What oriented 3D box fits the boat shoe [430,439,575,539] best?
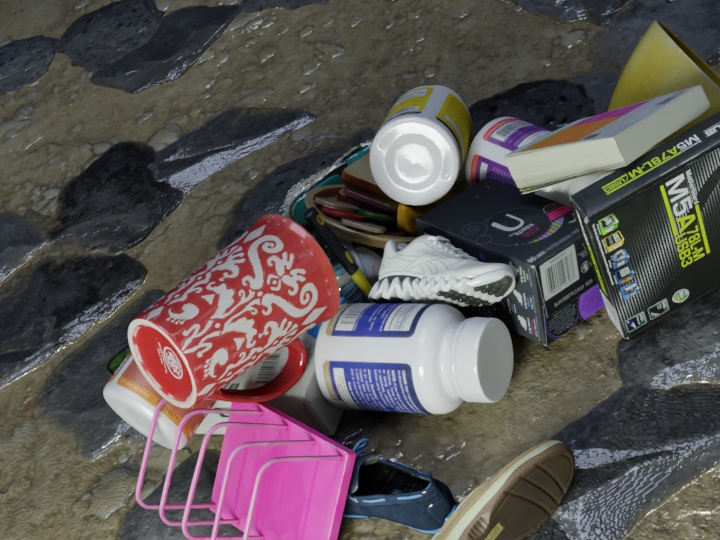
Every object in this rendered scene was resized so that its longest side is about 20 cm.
[{"bbox_3d":[0.126,0.237,1.440,0.200,0.072,0.076,-41,27,-15],"label":"boat shoe"}]

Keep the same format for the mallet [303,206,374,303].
[{"bbox_3d":[0.000,0.000,1.691,0.041,0.201,0.066,-16,25,37],"label":"mallet"}]

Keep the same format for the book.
[{"bbox_3d":[0.263,-0.145,1.567,0.133,0.048,0.200,-32,10,-25],"label":"book"}]

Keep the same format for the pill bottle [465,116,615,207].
[{"bbox_3d":[0.226,-0.107,1.737,0.111,0.112,0.199,-41,39,-16],"label":"pill bottle"}]

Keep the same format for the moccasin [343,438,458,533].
[{"bbox_3d":[0.015,0.217,1.529,0.198,0.069,0.081,3,47,35],"label":"moccasin"}]

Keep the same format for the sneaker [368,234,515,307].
[{"bbox_3d":[0.088,-0.002,1.603,0.199,0.075,0.082,-3,72,46],"label":"sneaker"}]

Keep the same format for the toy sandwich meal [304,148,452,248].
[{"bbox_3d":[0.027,-0.091,1.819,0.203,0.071,0.206,11,21,-4],"label":"toy sandwich meal"}]

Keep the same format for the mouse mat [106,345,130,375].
[{"bbox_3d":[-0.228,0.113,1.861,0.161,0.008,0.200,-39,39,-13],"label":"mouse mat"}]

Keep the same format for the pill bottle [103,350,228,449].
[{"bbox_3d":[-0.189,0.091,1.635,0.112,0.112,0.201,16,63,43],"label":"pill bottle"}]

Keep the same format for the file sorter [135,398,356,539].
[{"bbox_3d":[-0.126,0.223,1.516,0.199,0.125,0.141,22,102,46],"label":"file sorter"}]

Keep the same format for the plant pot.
[{"bbox_3d":[0.363,-0.168,1.682,0.142,0.199,0.201,-47,33,17],"label":"plant pot"}]

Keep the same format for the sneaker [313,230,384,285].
[{"bbox_3d":[-0.009,-0.035,1.855,0.079,0.074,0.200,-13,35,-14],"label":"sneaker"}]

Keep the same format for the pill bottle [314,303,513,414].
[{"bbox_3d":[0.060,0.097,1.599,0.198,0.120,0.120,0,45,33],"label":"pill bottle"}]

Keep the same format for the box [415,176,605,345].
[{"bbox_3d":[0.175,-0.015,1.648,0.122,0.107,0.199,-30,33,-28],"label":"box"}]

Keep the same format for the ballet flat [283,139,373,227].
[{"bbox_3d":[-0.019,-0.131,1.959,0.198,0.076,0.064,-27,29,-1],"label":"ballet flat"}]

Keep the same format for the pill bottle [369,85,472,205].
[{"bbox_3d":[0.080,-0.163,1.790,0.110,0.112,0.200,-15,19,18],"label":"pill bottle"}]

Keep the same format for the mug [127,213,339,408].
[{"bbox_3d":[-0.125,0.064,1.531,0.199,0.179,0.133,-36,8,-34],"label":"mug"}]

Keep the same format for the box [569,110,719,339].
[{"bbox_3d":[0.330,-0.045,1.523,0.192,0.201,0.048,-27,43,-1],"label":"box"}]

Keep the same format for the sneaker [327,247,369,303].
[{"bbox_3d":[-0.064,0.043,1.780,0.077,0.087,0.199,-36,10,-36],"label":"sneaker"}]

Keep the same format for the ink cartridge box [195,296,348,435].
[{"bbox_3d":[-0.109,0.113,1.714,0.198,0.085,0.147,-3,48,31],"label":"ink cartridge box"}]
